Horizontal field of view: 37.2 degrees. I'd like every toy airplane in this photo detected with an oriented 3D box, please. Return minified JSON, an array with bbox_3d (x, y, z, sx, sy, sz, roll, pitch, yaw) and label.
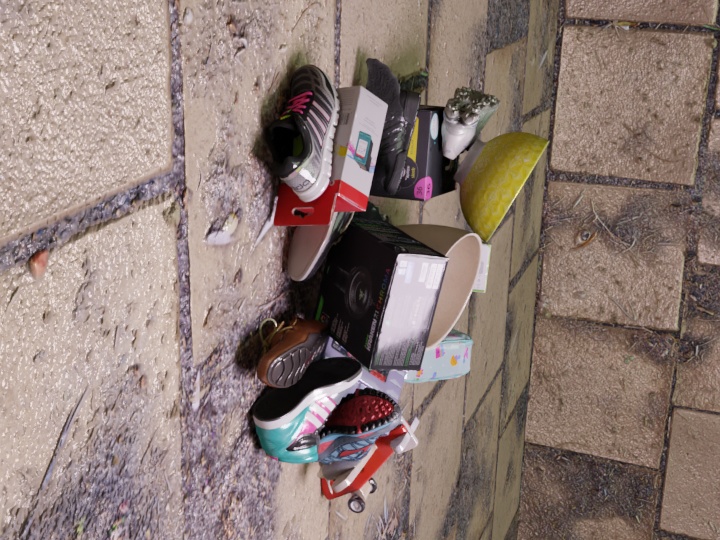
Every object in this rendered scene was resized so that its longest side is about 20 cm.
[{"bbox_3d":[0.002,0.290,1.777,0.200,0.141,0.200,-51,177,-14],"label":"toy airplane"}]

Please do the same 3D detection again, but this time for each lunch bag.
[{"bbox_3d":[0.087,0.137,1.889,0.198,0.160,0.078,-2,106,-40],"label":"lunch bag"}]

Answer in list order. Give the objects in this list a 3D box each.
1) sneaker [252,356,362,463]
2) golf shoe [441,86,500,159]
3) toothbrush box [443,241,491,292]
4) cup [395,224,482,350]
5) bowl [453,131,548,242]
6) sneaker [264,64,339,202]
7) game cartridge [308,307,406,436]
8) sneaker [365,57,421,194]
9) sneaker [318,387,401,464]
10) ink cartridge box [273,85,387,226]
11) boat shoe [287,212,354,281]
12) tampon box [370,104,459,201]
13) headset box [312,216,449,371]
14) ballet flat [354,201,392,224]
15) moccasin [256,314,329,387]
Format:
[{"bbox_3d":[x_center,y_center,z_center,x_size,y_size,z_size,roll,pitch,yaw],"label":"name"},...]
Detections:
[{"bbox_3d":[-0.072,0.216,1.565,0.199,0.083,0.122,-27,129,-37],"label":"sneaker"},{"bbox_3d":[0.179,-0.254,1.838,0.200,0.078,0.098,-41,150,-57],"label":"golf shoe"},{"bbox_3d":[0.141,-0.020,1.882,0.200,0.144,0.087,-107,-156,-83],"label":"toothbrush box"},{"bbox_3d":[0.084,0.006,1.704,0.200,0.142,0.202,-44,149,-35],"label":"cup"},{"bbox_3d":[0.221,-0.160,1.809,0.201,0.107,0.200,-58,176,-6],"label":"bowl"},{"bbox_3d":[-0.082,-0.197,1.431,0.087,0.073,0.202,29,57,-48],"label":"sneaker"},{"bbox_3d":[-0.015,0.157,1.674,0.199,0.038,0.131,36,61,-28],"label":"game cartridge"},{"bbox_3d":[0.035,-0.232,1.725,0.060,0.103,0.202,-62,166,-84],"label":"sneaker"},{"bbox_3d":[-0.009,0.242,1.623,0.095,0.199,0.080,39,42,-36],"label":"sneaker"},{"bbox_3d":[-0.043,-0.147,1.485,0.067,0.115,0.202,27,71,-47],"label":"ink cartridge box"},{"bbox_3d":[-0.044,-0.074,1.546,0.060,0.073,0.202,24,84,-44],"label":"boat shoe"},{"bbox_3d":[0.089,-0.210,1.856,0.200,0.125,0.152,-27,122,-67],"label":"tampon box"},{"bbox_3d":[0.022,0.028,1.567,0.092,0.200,0.176,5,107,-31],"label":"headset box"},{"bbox_3d":[0.028,-0.072,1.827,0.200,0.072,0.074,41,58,-66],"label":"ballet flat"},{"bbox_3d":[-0.106,0.107,1.502,0.201,0.077,0.074,-50,158,-65],"label":"moccasin"}]
